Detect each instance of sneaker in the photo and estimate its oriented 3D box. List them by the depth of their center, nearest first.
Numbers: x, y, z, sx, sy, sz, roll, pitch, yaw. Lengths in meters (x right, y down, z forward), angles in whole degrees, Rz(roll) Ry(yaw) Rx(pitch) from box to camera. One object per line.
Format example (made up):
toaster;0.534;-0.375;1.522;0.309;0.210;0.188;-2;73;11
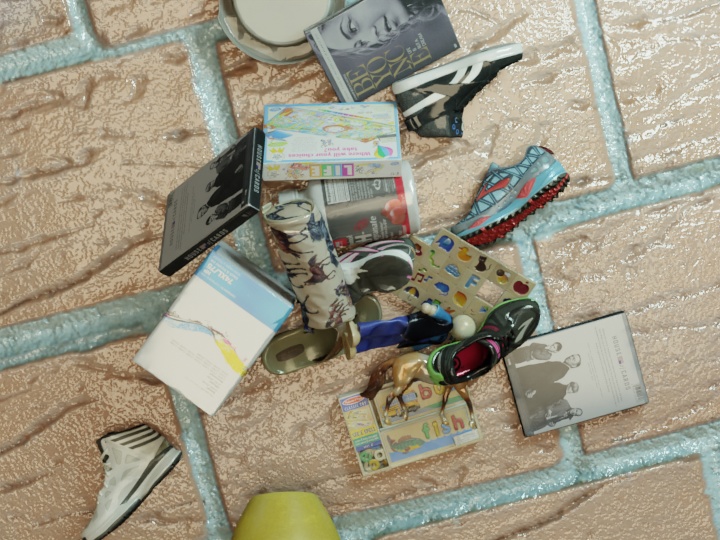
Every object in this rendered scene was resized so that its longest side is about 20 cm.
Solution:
sneaker;0.193;0.112;1.652;0.200;0.084;0.077;-35;108;-16
sneaker;0.156;-0.259;1.674;0.200;0.073;0.112;-18;103;6
sneaker;0.000;0.000;1.685;0.200;0.086;0.080;-8;118;28
sneaker;0.213;-0.112;1.696;0.200;0.079;0.096;-34;66;12
sneaker;-0.380;0.319;1.734;0.115;0.076;0.201;43;86;3

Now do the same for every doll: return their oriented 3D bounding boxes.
doll;0.075;0.093;1.684;0.200;0.137;0.049;-7;59;-14

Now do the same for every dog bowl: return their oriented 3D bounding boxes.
dog bowl;-0.114;-0.402;1.653;0.200;0.059;0.201;0;97;-2

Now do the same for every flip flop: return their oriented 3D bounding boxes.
flip flop;-0.056;0.101;1.705;0.200;0.058;0.081;-23;97;-10

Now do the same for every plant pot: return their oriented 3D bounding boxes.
plant pot;-0.114;0.412;1.698;0.200;0.200;0.142;-4;69;-1

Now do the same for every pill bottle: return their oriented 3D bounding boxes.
pill bottle;-0.017;-0.093;1.664;0.200;0.111;0.111;-10;97;0

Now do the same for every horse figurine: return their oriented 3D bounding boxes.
horse figurine;0.101;0.168;1.702;0.200;0.050;0.133;3;97;-2

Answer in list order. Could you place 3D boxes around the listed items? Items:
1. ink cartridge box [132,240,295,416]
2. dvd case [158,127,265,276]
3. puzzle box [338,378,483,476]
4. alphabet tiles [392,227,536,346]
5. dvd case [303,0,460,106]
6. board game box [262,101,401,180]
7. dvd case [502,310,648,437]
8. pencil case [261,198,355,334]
ink cartridge box;-0.211;0.083;1.663;0.146;0.147;0.200;36;94;-5
dvd case;-0.212;-0.097;1.603;0.025;0.151;0.200;31;132;-33
puzzle box;0.078;0.227;1.746;0.200;0.025;0.133;-18;96;1
alphabet tiles;0.137;0.034;1.707;0.200;0.008;0.167;31;115;-4
dvd case;0.034;-0.337;1.644;0.200;0.016;0.149;-28;132;2
board game box;-0.043;-0.190;1.646;0.200;0.135;0.034;-1;136;0
dvd case;0.331;0.160;1.743;0.200;0.025;0.151;-16;97;0
pencil case;-0.075;-0.009;1.605;0.089;0.078;0.200;-4;121;26
